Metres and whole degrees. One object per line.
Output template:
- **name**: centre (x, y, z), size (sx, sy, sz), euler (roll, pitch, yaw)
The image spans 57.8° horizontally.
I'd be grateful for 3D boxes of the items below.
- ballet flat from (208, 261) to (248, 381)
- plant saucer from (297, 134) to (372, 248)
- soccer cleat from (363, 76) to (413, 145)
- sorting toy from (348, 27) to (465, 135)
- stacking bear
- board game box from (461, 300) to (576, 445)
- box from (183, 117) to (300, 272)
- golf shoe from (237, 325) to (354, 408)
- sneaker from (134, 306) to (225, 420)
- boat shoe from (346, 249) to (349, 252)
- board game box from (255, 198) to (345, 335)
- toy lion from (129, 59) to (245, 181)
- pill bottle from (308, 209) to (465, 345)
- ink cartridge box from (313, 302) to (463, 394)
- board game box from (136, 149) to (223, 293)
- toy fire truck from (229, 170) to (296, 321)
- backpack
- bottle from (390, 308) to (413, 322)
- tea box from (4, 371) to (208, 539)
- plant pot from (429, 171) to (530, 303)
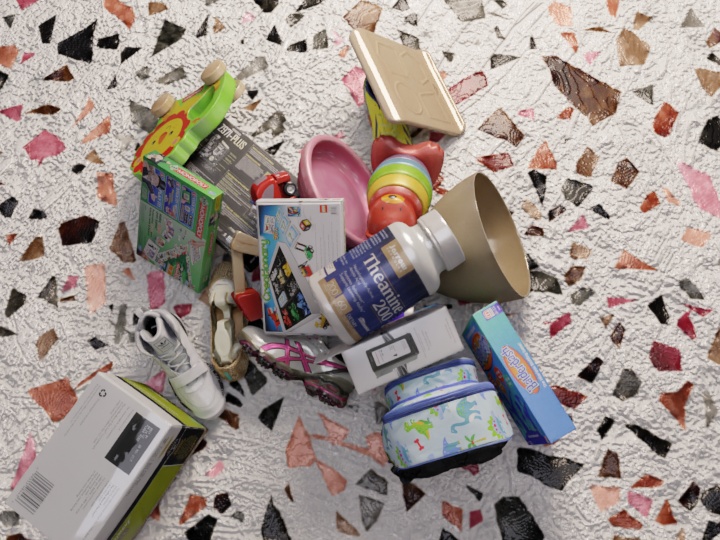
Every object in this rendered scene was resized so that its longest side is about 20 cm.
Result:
- **ballet flat**: centre (-0.212, 0.075, 1.046), size (0.070, 0.065, 0.202), euler (-11, 73, 3)
- **plant saucer**: centre (-0.032, -0.118, 1.045), size (0.051, 0.200, 0.202), euler (-29, 72, 30)
- **soccer cleat**: centre (0.047, -0.257, 1.117), size (0.064, 0.084, 0.202), euler (-16, 74, -2)
- **sorting toy**: centre (0.079, -0.312, 1.107), size (0.036, 0.199, 0.186), euler (-36, 70, 39)
- **stacking bear**: centre (0.058, -0.110, 1.013), size (0.120, 0.114, 0.201), euler (10, 39, 5)
- **board game box**: centre (0.224, 0.155, 0.957), size (0.045, 0.152, 0.201), euler (-28, 74, -5)
- **box**: centre (-0.207, -0.127, 1.092), size (0.200, 0.086, 0.164), euler (39, 80, 12)
- **golf shoe**: centre (-0.095, 0.132, 1.021), size (0.199, 0.073, 0.093), euler (30, 70, -4)
- **sneaker**: centre (-0.284, 0.141, 1.005), size (0.075, 0.115, 0.201), euler (-33, 75, -6)
- **boat shoe**: centre (0.000, 0.001, 1.055), size (0.198, 0.068, 0.073), euler (11, 75, 6)
- **board game box**: centre (-0.084, -0.005, 0.958), size (0.125, 0.035, 0.202), euler (1, 105, 6)
- **toy lion**: centre (-0.294, -0.233, 1.077), size (0.199, 0.069, 0.193), euler (-22, 44, 28)
- **pill bottle**: centre (0.038, 0.005, 0.888), size (0.199, 0.111, 0.111), euler (-32, 75, 2)
- **ink cartridge box**: centre (0.038, 0.117, 0.939), size (0.199, 0.116, 0.068), euler (-23, 89, 0)
- **board game box**: centre (-0.291, -0.072, 1.035), size (0.134, 0.201, 0.029), euler (30, 41, 10)
- **toy fire truck**: centre (-0.148, -0.039, 1.005), size (0.140, 0.049, 0.202), euler (-21, 106, -19)
- **backpack**: centre (0.113, 0.209, 0.922), size (0.181, 0.200, 0.148), euler (-17, 74, -1)
- **bottle**: centre (-0.016, 0.065, 1.031), size (0.198, 0.084, 0.066), euler (6, 74, 4)
- **tea box**: centre (-0.346, 0.272, 0.929), size (0.133, 0.197, 0.201), euler (32, 77, 10)
- **plant pot**: centre (0.161, -0.032, 1.010), size (0.134, 0.200, 0.202), euler (-23, 72, 26)
